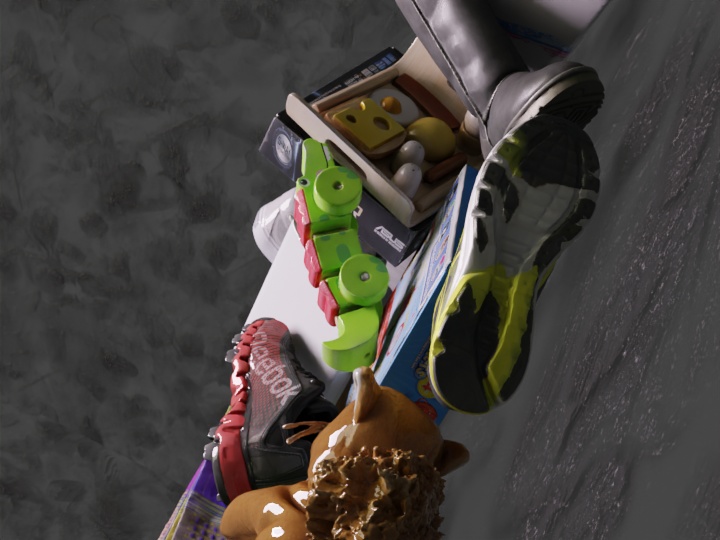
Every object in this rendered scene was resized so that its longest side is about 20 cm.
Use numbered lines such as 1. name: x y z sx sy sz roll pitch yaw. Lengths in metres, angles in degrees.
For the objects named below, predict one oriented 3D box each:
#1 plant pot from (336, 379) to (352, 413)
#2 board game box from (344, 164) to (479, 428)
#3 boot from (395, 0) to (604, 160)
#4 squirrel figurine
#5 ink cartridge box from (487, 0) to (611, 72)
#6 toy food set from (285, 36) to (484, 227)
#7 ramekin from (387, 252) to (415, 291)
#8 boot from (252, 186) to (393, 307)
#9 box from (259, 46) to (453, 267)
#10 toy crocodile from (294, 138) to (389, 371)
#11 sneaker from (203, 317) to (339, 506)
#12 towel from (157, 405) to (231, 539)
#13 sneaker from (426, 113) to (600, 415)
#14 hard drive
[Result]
1. plant pot: -0.033 0.110 1.249 0.200 0.027 0.202 6 -90 -80
2. board game box: 0.054 0.043 0.985 0.197 0.056 0.200 -62 5 25
3. boot: 0.094 -0.177 0.957 0.182 0.072 0.202 129 124 -65
4. squirrel figurine: -0.003 0.153 0.724 0.187 0.141 0.200 -54 15 -20
5. ink cartridge box: 0.163 -0.236 1.035 0.145 0.084 0.200 -54 -1 -26
6. toy food set: 0.046 -0.130 1.088 0.200 0.143 0.061 -32 -20 -46
7. ramekin: 0.054 -0.053 1.295 0.204 0.094 0.202 -63 5 9
8. boot: 0.000 0.000 1.154 0.095 0.200 0.074 -31 25 38
9. box: 0.029 -0.107 1.137 0.200 0.160 0.044 -38 -15 -47
10. toy crocodile: -0.021 -0.014 0.996 0.068 0.061 0.201 101 156 -61
11. sneaker: -0.062 0.106 1.025 0.201 0.097 0.071 -85 -16 -57
12. towel: -0.072 0.193 1.018 0.201 0.142 0.023 -64 -8 -53
13. sneaker: 0.083 -0.005 0.791 0.201 0.074 0.085 -64 4 -16
14. hard drive: -0.057 0.068 1.125 0.133 0.026 0.201 63 145 29
